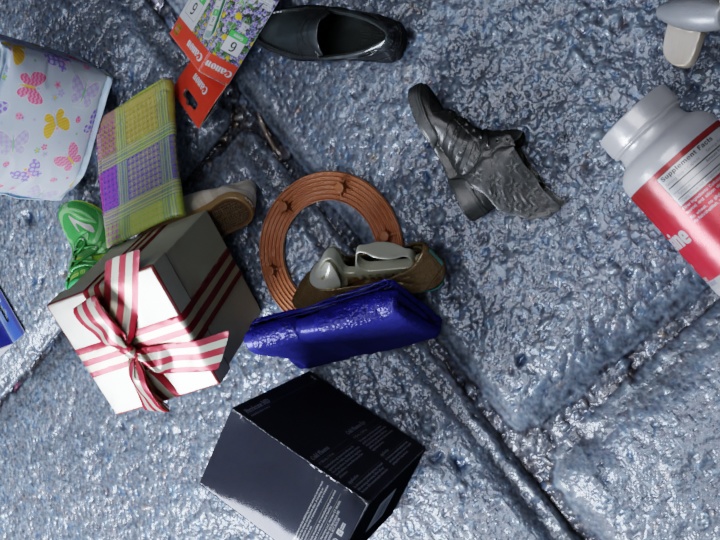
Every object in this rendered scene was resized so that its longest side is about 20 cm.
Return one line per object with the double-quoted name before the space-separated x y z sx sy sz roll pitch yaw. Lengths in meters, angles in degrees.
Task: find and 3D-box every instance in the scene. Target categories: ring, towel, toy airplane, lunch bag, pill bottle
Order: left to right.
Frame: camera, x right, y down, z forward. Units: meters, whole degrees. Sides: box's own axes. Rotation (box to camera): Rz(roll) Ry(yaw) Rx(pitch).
"lunch bag" -0.448 -0.196 1.103 0.126 0.168 0.203 27 105 34
"towel" -0.287 -0.143 1.092 0.142 0.023 0.203 -20 68 28
"ring" -0.041 -0.021 1.039 0.197 0.019 0.204 2 96 22
"towel" -0.018 0.064 0.973 0.197 0.147 0.050 -15 69 22
"pill bottle" 0.335 -0.082 0.827 0.112 0.112 0.201 -43 78 20
"toy airplane" 0.342 -0.326 0.788 0.198 0.141 0.202 -30 83 22

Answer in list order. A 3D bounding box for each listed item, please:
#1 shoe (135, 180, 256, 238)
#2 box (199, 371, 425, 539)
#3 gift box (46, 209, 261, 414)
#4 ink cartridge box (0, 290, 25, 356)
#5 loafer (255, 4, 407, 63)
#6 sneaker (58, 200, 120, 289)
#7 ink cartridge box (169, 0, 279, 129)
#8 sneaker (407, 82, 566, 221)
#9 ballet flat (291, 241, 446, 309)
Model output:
"shoe" -0.214 -0.064 1.093 0.198 0.070 0.054 -20 42 26
"box" -0.049 0.224 0.965 0.181 0.199 0.105 32 106 17
"gift box" -0.237 0.044 1.007 0.198 0.187 0.186 -23 110 25
"ink cartridge box" -0.603 0.113 1.272 0.199 0.039 0.100 -39 79 20
"loafer" -0.042 -0.282 0.989 0.198 0.070 0.069 11 98 22
"sneaker" -0.362 -0.007 1.137 0.073 0.083 0.202 -29 83 22
"ink cartridge box" -0.185 -0.291 1.037 0.201 0.050 0.109 -54 48 17
"sneaker" 0.139 -0.137 0.935 0.103 0.060 0.202 -27 89 23
"ballet flat" 0.000 0.000 0.969 0.197 0.073 0.069 -8 48 22
